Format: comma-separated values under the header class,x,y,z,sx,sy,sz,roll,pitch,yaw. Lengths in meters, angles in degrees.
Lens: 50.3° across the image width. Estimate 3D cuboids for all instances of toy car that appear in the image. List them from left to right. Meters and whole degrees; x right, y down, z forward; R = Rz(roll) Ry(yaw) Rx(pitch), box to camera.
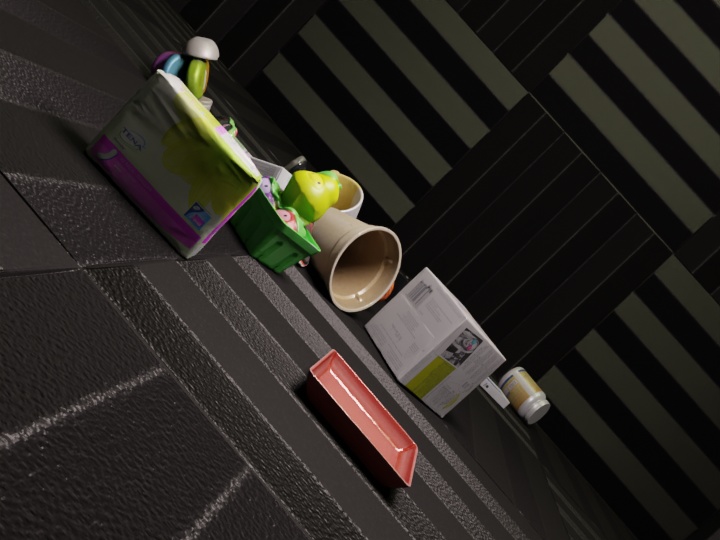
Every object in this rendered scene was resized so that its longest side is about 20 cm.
class,x,y,z,sx,sy,sz,roll,pitch,yaw
toy car,-0.414,-0.459,1.799,0.146,0.180,0.201,9,17,-11

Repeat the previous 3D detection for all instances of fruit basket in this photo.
class,x,y,z,sx,sy,sz,roll,pitch,yaw
fruit basket,-0.135,-0.125,1.416,0.217,0.215,0.155,52,9,36

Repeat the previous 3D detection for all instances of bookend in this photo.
class,x,y,z,sx,sy,sz,roll,pitch,yaw
bookend,0.099,0.032,2.465,0.199,0.092,0.200,45,6,-21

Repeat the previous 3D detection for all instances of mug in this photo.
class,x,y,z,sx,sy,sz,roll,pitch,yaw
mug,-0.066,-0.143,1.904,0.147,0.156,0.186,29,45,18

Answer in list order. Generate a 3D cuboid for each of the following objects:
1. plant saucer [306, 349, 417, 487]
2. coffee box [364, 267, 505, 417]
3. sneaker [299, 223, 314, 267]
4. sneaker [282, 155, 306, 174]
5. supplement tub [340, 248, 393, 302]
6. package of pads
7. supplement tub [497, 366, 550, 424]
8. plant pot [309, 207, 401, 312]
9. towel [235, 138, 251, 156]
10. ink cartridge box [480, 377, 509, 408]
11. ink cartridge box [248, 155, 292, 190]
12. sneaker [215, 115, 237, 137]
class,x,y,z,sx,sy,sz,roll,pitch,yaw
plant saucer,-0.001,0.211,1.087,0.200,0.037,0.200,49,8,3
coffee box,0.166,0.161,1.715,0.197,0.200,0.201,42,9,-40
sneaker,-0.123,-0.079,1.605,0.078,0.081,0.201,52,-10,26
sneaker,-0.158,-0.197,1.905,0.115,0.075,0.200,54,-34,11
supplement tub,0.000,0.000,1.893,0.123,0.122,0.200,52,8,35
package of pads,-0.243,-0.144,1.024,0.200,0.154,0.068,46,7,-8
supplement tub,0.681,0.521,3.199,0.201,0.144,0.144,52,9,33
plant pot,-0.038,-0.043,1.711,0.183,0.202,0.200,39,0,42
towel,-0.313,-0.296,1.988,0.201,0.031,0.149,50,9,-11
ink cartridge box,0.479,0.428,2.890,0.200,0.039,0.100,47,7,-25
ink cartridge box,-0.206,-0.198,1.703,0.197,0.044,0.173,22,-9,33
sneaker,-0.338,-0.329,1.771,0.082,0.078,0.200,24,4,-24
